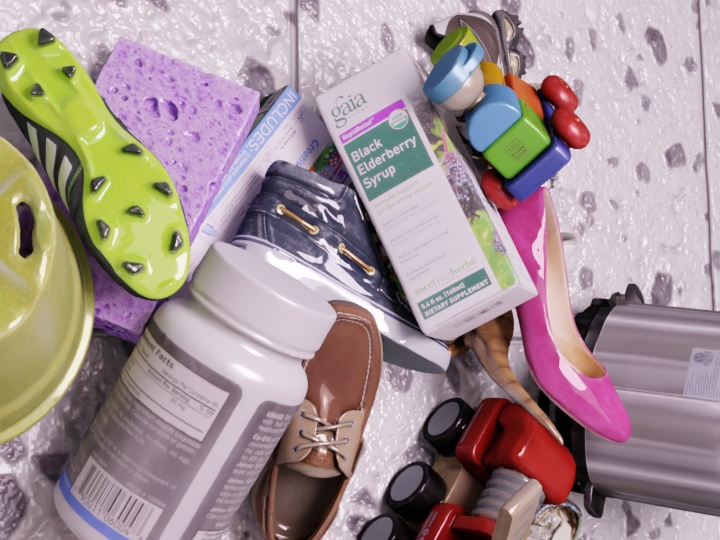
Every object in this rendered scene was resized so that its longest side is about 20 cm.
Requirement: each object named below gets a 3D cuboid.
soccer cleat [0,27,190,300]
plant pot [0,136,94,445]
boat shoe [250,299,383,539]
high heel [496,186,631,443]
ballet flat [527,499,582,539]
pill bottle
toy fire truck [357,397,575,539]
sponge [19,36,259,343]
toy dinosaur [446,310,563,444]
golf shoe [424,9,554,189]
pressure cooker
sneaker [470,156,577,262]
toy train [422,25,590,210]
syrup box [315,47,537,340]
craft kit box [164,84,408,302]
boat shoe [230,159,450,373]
[{"bbox_3d":[-0.172,-0.066,0.776,0.067,0.081,0.200,-30,83,-18],"label":"soccer cleat"},{"bbox_3d":[-0.242,0.002,0.670,0.200,0.184,0.201,4,77,-17],"label":"plant pot"},{"bbox_3d":[-0.027,0.118,0.849,0.075,0.072,0.201,9,112,-12],"label":"boat shoe"},{"bbox_3d":[0.164,0.035,0.921,0.200,0.096,0.067,53,25,10],"label":"high heel"},{"bbox_3d":[0.125,0.268,0.993,0.074,0.074,0.200,43,63,-23],"label":"ballet flat"},{"bbox_3d":[-0.105,0.090,0.784,0.114,0.114,0.200,28,96,-29],"label":"pill bottle"},{"bbox_3d":[0.103,0.177,0.908,0.129,0.200,0.176,45,62,-22],"label":"toy fire truck"},{"bbox_3d":[-0.160,-0.058,0.830,0.111,0.030,0.200,23,69,1],"label":"sponge"},{"bbox_3d":[0.099,0.052,0.956,0.106,0.200,0.061,0,123,2],"label":"toy dinosaur"},{"bbox_3d":[0.103,-0.126,1.027,0.094,0.078,0.201,-7,77,-32],"label":"golf shoe"},{"bbox_3d":[0.251,0.112,1.029,0.176,0.199,0.179,-40,129,-53],"label":"pressure cooker"},{"bbox_3d":[0.093,-0.066,0.977,0.200,0.089,0.074,41,21,-9],"label":"sneaker"},{"bbox_3d":[0.100,-0.141,0.912,0.116,0.085,0.200,42,22,-18],"label":"toy train"},{"bbox_3d":[0.049,-0.055,0.886,0.200,0.079,0.081,65,14,14],"label":"syrup box"},{"bbox_3d":[-0.051,-0.003,0.920,0.198,0.048,0.200,45,62,-19],"label":"craft kit box"},{"bbox_3d":[0.000,0.000,0.887,0.200,0.071,0.091,32,69,-27],"label":"boat shoe"}]
